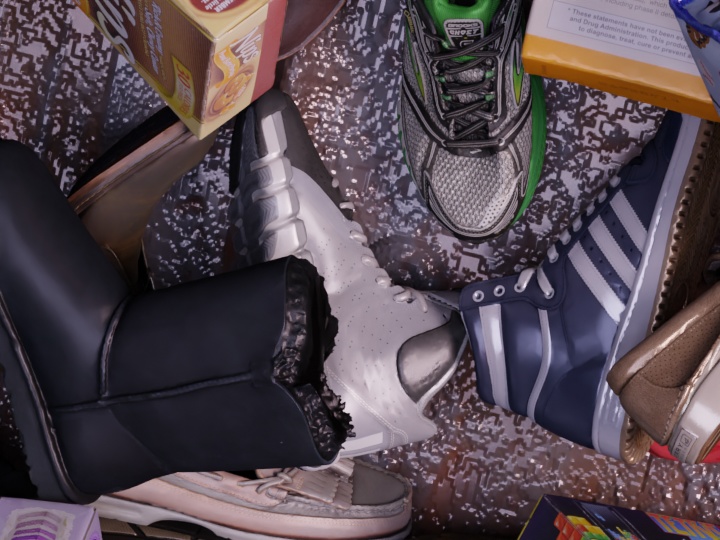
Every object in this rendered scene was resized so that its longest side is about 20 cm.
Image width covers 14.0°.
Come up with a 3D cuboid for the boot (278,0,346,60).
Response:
[{"bbox_3d":[-0.027,-0.183,1.431,0.072,0.166,0.200,28,106,2],"label":"boot"}]

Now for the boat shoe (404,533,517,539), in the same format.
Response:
[{"bbox_3d":[0.075,0.177,1.524,0.200,0.072,0.068,-4,108,-13],"label":"boat shoe"}]

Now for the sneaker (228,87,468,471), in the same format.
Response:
[{"bbox_3d":[0.000,0.000,1.530,0.115,0.075,0.200,-7,85,-17],"label":"sneaker"}]

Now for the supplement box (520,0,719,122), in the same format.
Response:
[{"bbox_3d":[0.162,-0.180,1.426,0.126,0.074,0.200,15,89,6],"label":"supplement box"}]

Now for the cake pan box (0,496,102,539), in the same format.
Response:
[{"bbox_3d":[-0.217,0.191,1.510,0.184,0.052,0.200,4,130,11],"label":"cake pan box"}]

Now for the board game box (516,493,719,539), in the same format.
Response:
[{"bbox_3d":[0.137,0.206,1.490,0.200,0.057,0.165,14,111,-41],"label":"board game box"}]

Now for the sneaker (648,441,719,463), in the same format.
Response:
[{"bbox_3d":[0.229,0.061,1.471,0.200,0.116,0.078,-19,99,13],"label":"sneaker"}]

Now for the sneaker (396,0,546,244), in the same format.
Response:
[{"bbox_3d":[0.049,-0.110,1.478,0.078,0.085,0.200,-3,103,10],"label":"sneaker"}]

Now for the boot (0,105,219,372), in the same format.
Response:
[{"bbox_3d":[-0.124,-0.006,1.541,0.200,0.075,0.097,-39,100,26],"label":"boot"}]

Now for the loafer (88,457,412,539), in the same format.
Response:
[{"bbox_3d":[-0.067,0.102,1.535,0.200,0.072,0.063,8,114,-7],"label":"loafer"}]

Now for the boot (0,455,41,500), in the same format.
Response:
[{"bbox_3d":[-0.253,0.113,1.578,0.162,0.073,0.198,47,139,16],"label":"boot"}]

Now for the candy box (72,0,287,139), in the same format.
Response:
[{"bbox_3d":[-0.121,-0.171,1.450,0.055,0.115,0.200,-38,77,-18],"label":"candy box"}]

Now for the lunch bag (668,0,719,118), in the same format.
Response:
[{"bbox_3d":[0.271,-0.092,1.334,0.200,0.124,0.170,-31,123,-5],"label":"lunch bag"}]

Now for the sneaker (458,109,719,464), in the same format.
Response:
[{"bbox_3d":[0.119,-0.012,1.497,0.108,0.070,0.200,16,90,25],"label":"sneaker"}]

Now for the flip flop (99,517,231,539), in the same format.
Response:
[{"bbox_3d":[-0.081,0.162,1.573,0.200,0.081,0.058,9,118,2],"label":"flip flop"}]

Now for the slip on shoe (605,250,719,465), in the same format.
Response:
[{"bbox_3d":[0.199,0.007,1.451,0.061,0.076,0.200,36,71,14],"label":"slip on shoe"}]

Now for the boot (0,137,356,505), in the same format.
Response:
[{"bbox_3d":[-0.100,0.013,1.451,0.168,0.076,0.200,-14,96,19],"label":"boot"}]
